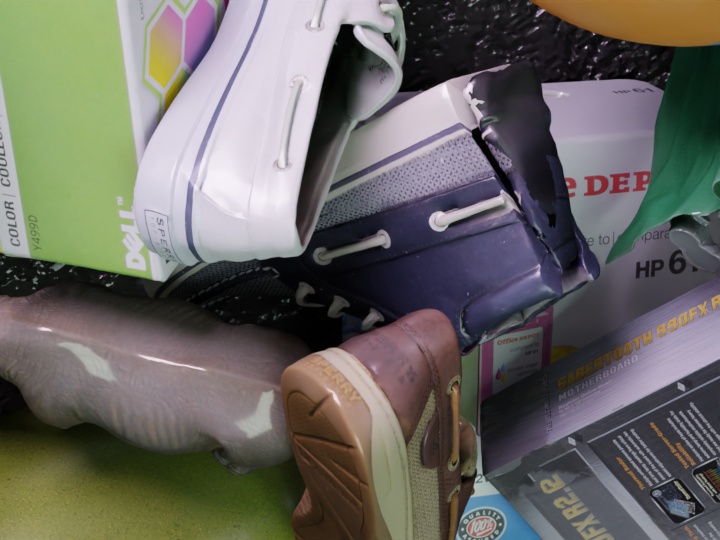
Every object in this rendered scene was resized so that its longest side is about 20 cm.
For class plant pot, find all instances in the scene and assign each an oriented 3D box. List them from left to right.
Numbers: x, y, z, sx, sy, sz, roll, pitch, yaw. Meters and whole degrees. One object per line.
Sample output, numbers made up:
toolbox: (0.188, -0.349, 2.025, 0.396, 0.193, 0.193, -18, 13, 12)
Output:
plant pot: (-0.106, 0.131, 1.041, 0.192, 0.200, 0.201, -30, 135, -14)

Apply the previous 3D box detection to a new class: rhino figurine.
rhino figurine: (-0.105, 0.035, 0.944, 0.199, 0.060, 0.087, 13, 171, -2)

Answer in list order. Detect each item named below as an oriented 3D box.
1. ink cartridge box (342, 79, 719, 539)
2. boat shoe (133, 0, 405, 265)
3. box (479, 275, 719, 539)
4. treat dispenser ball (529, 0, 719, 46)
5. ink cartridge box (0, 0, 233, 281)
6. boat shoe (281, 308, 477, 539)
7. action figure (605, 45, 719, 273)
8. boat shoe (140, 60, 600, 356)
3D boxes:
ink cartridge box: (0.072, 0.026, 1.037, 0.144, 0.085, 0.201, -6, 108, -20)
boat shoe: (-0.014, -0.077, 0.883, 0.066, 0.201, 0.074, 10, 147, 19)
box: (0.168, 0.096, 0.988, 0.158, 0.048, 0.200, -29, 121, 23)
treat dispenser ball: (0.114, -0.179, 0.843, 0.200, 0.201, 0.202, -12, 132, -14)
ink cartridge box: (-0.108, -0.059, 0.841, 0.075, 0.200, 0.148, 9, 127, 18)
boat shoe: (0.018, 0.083, 0.932, 0.072, 0.072, 0.200, -35, 146, -20)
action figure: (0.164, -0.098, 0.963, 0.055, 0.201, 0.118, 31, 152, -23)
boat shoe: (0.000, 0.000, 0.933, 0.200, 0.093, 0.075, -27, 175, 39)
